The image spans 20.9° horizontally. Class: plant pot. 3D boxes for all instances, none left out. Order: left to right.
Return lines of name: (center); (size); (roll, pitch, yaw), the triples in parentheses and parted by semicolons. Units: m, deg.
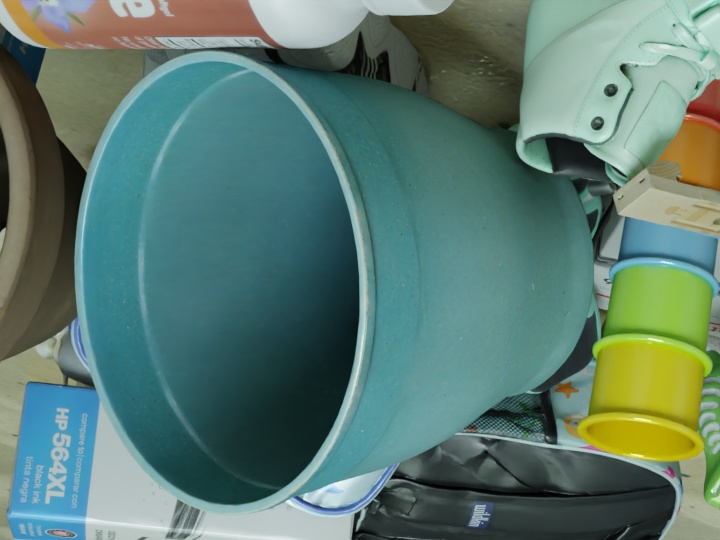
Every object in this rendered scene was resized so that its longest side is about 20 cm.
plant pot: (-0.210, -0.020, 0.956); (0.199, 0.201, 0.175); (6, 175, 19)
plant pot: (0.000, 0.000, 0.907); (0.187, 0.201, 0.200); (-5, 176, -44)

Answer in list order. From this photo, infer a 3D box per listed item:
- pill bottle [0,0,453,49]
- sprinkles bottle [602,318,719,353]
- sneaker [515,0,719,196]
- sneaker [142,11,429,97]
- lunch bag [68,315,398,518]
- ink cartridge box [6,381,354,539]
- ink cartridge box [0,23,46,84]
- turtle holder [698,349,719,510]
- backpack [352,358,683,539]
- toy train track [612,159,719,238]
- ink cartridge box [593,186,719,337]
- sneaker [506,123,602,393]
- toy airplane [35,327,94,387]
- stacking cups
pill bottle: (-0.059, -0.151, 0.835); (0.199, 0.113, 0.112); (2, 156, 25)
sprinkles bottle: (0.253, 0.081, 1.288); (0.199, 0.069, 0.068); (18, 158, -11)
sneaker: (0.157, -0.089, 0.852); (0.200, 0.119, 0.074); (-7, 150, 39)
sneaker: (-0.040, -0.104, 1.001); (0.114, 0.075, 0.200); (4, 152, 24)
lunch bag: (-0.052, 0.032, 1.070); (0.200, 0.161, 0.082); (33, 177, -8)
ink cartridge box: (-0.105, 0.132, 1.174); (0.199, 0.085, 0.146); (7, 162, -4)
ink cartridge box: (-0.265, -0.155, 0.984); (0.146, 0.086, 0.200); (5, 156, 19)
turtle holder: (0.260, 0.078, 1.038); (0.141, 0.132, 0.185); (-28, 163, 20)
backpack: (0.097, 0.112, 1.206); (0.199, 0.151, 0.178); (9, 143, -3)
toy train track: (0.195, -0.027, 0.880); (0.199, 0.033, 0.115); (10, 146, -33)
ink cartridge box: (0.189, -0.018, 1.080); (0.115, 0.068, 0.200); (14, 159, -1)
sneaker: (0.067, -0.036, 1.073); (0.077, 0.140, 0.200); (-25, 142, -15)
toy airplane: (-0.120, 0.044, 1.223); (0.200, 0.141, 0.199); (29, -171, -34)
stacking cups: (0.144, -0.012, 0.939); (0.060, 0.201, 0.061); (8, 158, 3)
